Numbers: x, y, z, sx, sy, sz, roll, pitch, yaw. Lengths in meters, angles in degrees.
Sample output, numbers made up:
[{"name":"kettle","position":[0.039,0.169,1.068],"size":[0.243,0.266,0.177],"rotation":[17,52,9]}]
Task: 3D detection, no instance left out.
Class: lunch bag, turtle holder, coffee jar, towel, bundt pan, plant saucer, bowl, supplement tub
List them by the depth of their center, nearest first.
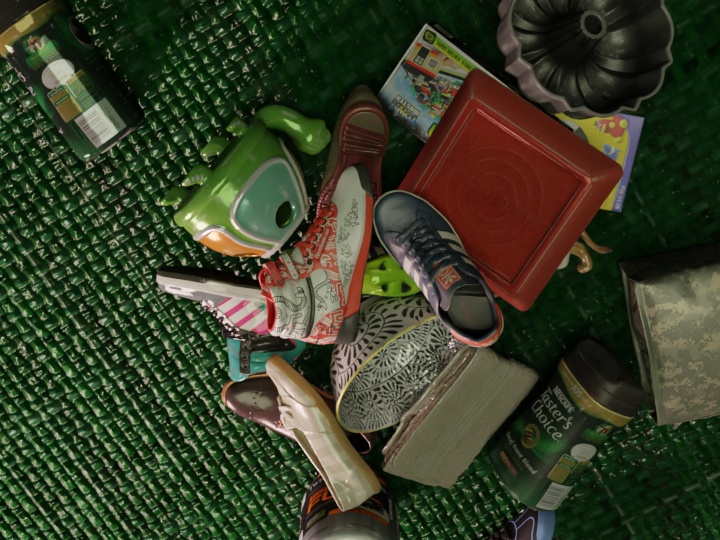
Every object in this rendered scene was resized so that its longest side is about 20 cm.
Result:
[{"name":"bundt pan","position":[0.233,-0.253,1.252],"size":[0.201,0.076,0.203],"rotation":[3,81,-19]},{"name":"plant saucer","position":[0.149,-0.082,1.267],"size":[0.199,0.037,0.200],"rotation":[36,113,8]},{"name":"coffee jar","position":[-0.328,-0.223,1.277],"size":[0.085,0.104,0.200],"rotation":[-33,104,7]},{"name":"turtle holder","position":[-0.123,-0.098,1.314],"size":[0.132,0.186,0.141],"rotation":[40,136,-12]},{"name":"bowl","position":[0.035,0.089,1.368],"size":[0.201,0.201,0.094],"rotation":[-45,59,13]},{"name":"lunch bag","position":[0.407,0.078,1.370],"size":[0.163,0.118,0.201],"rotation":[-12,103,4]},{"name":"coffee jar","position":[0.247,0.184,1.393],"size":[0.085,0.104,0.200],"rotation":[21,113,-34]},{"name":"supplement tub","position":[-0.014,0.317,1.403],"size":[0.122,0.200,0.123],"rotation":[0,109,-1]},{"name":"towel","position":[0.119,0.179,1.419],"size":[0.132,0.034,0.200],"rotation":[25,108,-43]}]

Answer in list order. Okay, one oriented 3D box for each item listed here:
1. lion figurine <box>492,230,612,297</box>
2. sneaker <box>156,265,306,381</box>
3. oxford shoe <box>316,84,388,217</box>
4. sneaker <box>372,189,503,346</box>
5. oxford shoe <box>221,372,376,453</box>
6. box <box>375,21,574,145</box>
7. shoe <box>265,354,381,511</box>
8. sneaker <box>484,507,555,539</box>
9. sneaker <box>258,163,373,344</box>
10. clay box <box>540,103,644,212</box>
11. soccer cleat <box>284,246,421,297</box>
[{"name":"lion figurine","position":[0.178,-0.043,1.344],"size":[0.199,0.072,0.123],"rotation":[-18,103,15]},{"name":"sneaker","position":[-0.153,0.068,1.387],"size":[0.199,0.084,0.121],"rotation":[13,98,-6]},{"name":"oxford shoe","position":[-0.007,-0.118,1.334],"size":[0.070,0.075,0.200],"rotation":[10,128,-12]},{"name":"sneaker","position":[0.086,-0.003,1.238],"size":[0.075,0.085,0.200],"rotation":[-40,92,5]},{"name":"oxford shoe","position":[-0.074,0.176,1.423],"size":[0.199,0.073,0.071],"rotation":[13,108,-4]},{"name":"box","position":[0.124,-0.172,1.291],"size":[0.200,0.035,0.110],"rotation":[39,114,7]},{"name":"shoe","position":[-0.053,0.186,1.337],"size":[0.053,0.070,0.200],"rotation":[-36,89,-14]},{"name":"sneaker","position":[0.174,0.372,1.490],"size":[0.078,0.070,0.200],"rotation":[23,108,-14]},{"name":"sneaker","position":[-0.050,-0.020,1.265],"size":[0.107,0.067,0.202],"rotation":[5,98,-17]},{"name":"clay box","position":[0.212,-0.142,1.334],"size":[0.199,0.048,0.115],"rotation":[9,108,-3]},{"name":"soccer cleat","position":[0.000,0.000,1.360],"size":[0.199,0.081,0.068],"rotation":[4,101,30]}]
